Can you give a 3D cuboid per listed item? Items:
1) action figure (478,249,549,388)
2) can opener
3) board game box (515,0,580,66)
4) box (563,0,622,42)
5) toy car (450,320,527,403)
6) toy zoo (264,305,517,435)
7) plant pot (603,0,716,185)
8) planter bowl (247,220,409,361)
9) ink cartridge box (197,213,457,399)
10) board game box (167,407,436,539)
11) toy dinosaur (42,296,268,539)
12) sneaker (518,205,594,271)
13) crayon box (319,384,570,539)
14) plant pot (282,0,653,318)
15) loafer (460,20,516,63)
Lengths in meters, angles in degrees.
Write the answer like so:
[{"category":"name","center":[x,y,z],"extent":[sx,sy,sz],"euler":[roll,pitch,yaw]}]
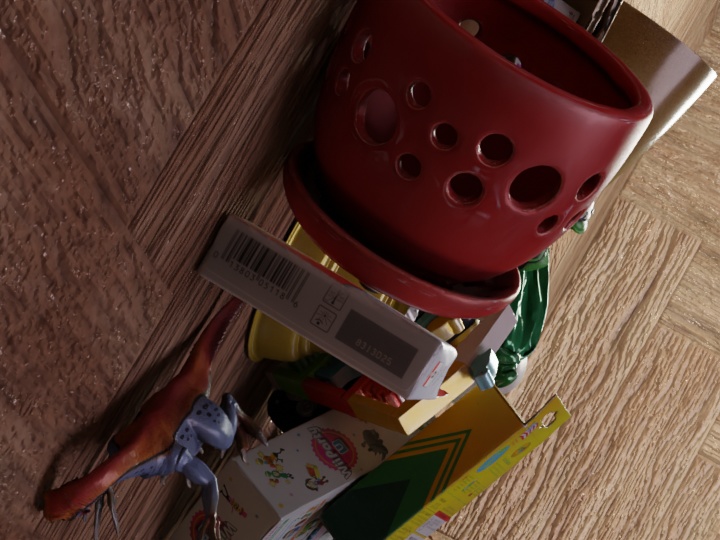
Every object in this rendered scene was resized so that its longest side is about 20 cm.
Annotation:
[{"category":"action figure","center":[0.119,0.002,1.738],"extent":[0.118,0.055,0.201],"euler":[32,53,-44]},{"category":"can opener","center":[0.008,0.072,1.724],"extent":[0.200,0.064,0.079],"euler":[-40,159,17]},{"category":"board game box","center":[0.092,-0.117,1.702],"extent":[0.201,0.034,0.134],"euler":[-62,-165,-19]},{"category":"box","center":[0.168,-0.223,1.761],"extent":[0.164,0.021,0.200],"euler":[-63,-163,10]},{"category":"toy car","center":[0.050,0.044,1.834],"extent":[0.149,0.176,0.200],"euler":[-26,176,5]},{"category":"toy zoo","center":[0.031,0.062,1.631],"extent":[0.131,0.200,0.021],"euler":[-44,123,-23]},{"category":"plant pot","center":[0.186,-0.143,1.906],"extent":[0.200,0.186,0.186],"euler":[-56,170,5]},{"category":"planter bowl","center":[0.000,0.000,1.604],"extent":[0.201,0.083,0.201],"euler":[-58,170,-17]},{"category":"ink cartridge box","center":[-0.009,0.027,1.408],"extent":[0.050,0.162,0.200],"euler":[-60,170,5]},{"category":"board game box","center":[-0.046,0.174,1.659],"extent":[0.200,0.064,0.148],"euler":[-24,159,-47]},{"category":"toy dinosaur","center":[-0.139,0.106,1.335],"extent":[0.181,0.105,0.201],"euler":[27,54,-68]},{"category":"sneaker","center":[0.161,-0.080,1.719],"extent":[0.200,0.085,0.078],"euler":[-48,-157,-26]},{"category":"crayon box","center":[0.068,0.151,1.646],"extent":[0.200,0.051,0.127],"euler":[-39,165,0]},{"category":"plant pot","center":[0.062,-0.084,1.375],"extent":[0.183,0.200,0.200],"euler":[-59,172,24]},{"category":"loafer","center":[0.080,-0.156,1.622],"extent":[0.076,0.068,0.201],"euler":[-44,160,-60]}]
